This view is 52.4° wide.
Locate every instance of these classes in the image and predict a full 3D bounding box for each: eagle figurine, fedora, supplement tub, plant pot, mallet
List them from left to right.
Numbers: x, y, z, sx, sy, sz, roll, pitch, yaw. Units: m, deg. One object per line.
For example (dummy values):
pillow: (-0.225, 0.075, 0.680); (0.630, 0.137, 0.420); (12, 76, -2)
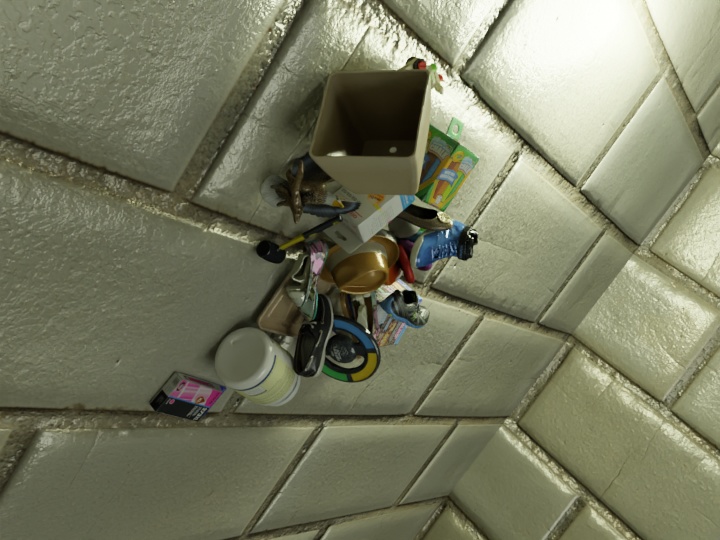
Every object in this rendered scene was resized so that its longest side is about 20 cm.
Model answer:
supplement tub: (-0.234, 0.231, 1.705); (0.145, 0.145, 0.200); (-45, 148, -6)
mallet: (-0.121, -0.067, 1.548); (0.200, 0.041, 0.066); (-22, 157, 13)
eagle figurine: (-0.086, -0.165, 1.486); (0.152, 0.151, 0.200); (-35, -179, 35)
fedora: (0.000, 0.000, 1.691); (0.200, 0.082, 0.201); (-11, 147, -7)
plant pot: (0.038, -0.250, 1.410); (0.177, 0.199, 0.200); (61, 36, -60)

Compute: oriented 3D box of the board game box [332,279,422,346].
board game box: (0.044, 0.116, 1.967); (0.200, 0.097, 0.160); (0, 124, -51)

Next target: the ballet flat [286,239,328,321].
ballet flat: (-0.125, 0.023, 1.636); (0.071, 0.069, 0.200); (-1, 118, -30)

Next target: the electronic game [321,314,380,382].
electronic game: (-0.046, 0.193, 1.788); (0.042, 0.200, 0.200); (-57, 165, -51)

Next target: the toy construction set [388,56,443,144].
toy construction set: (0.106, -0.367, 1.531); (0.200, 0.092, 0.131); (-45, 125, -20)

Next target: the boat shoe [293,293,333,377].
boat shoe: (-0.116, 0.151, 1.721); (0.060, 0.074, 0.200); (15, 85, -51)

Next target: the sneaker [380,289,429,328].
sneaker: (0.131, 0.095, 1.891); (0.083, 0.071, 0.200); (-50, 146, 12)

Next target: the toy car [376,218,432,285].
toy car: (0.111, -0.043, 1.829); (0.200, 0.150, 0.175); (-41, 147, -13)

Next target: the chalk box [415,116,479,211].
chalk box: (0.184, -0.261, 1.710); (0.125, 0.124, 0.200); (14, 113, -56)

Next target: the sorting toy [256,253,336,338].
sorting toy: (-0.146, 0.062, 1.742); (0.200, 0.036, 0.185); (-58, 148, 6)

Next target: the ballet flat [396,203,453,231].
ballet flat: (0.125, -0.140, 1.731); (0.067, 0.200, 0.046); (-71, 176, -59)

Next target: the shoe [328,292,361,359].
shoe: (-0.040, 0.140, 1.825); (0.053, 0.070, 0.200); (-13, 119, 5)

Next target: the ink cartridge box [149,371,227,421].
ink cartridge box: (-0.389, 0.298, 1.695); (0.095, 0.037, 0.200); (-50, 150, 2)

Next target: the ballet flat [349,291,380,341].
ballet flat: (0.006, 0.091, 1.821); (0.069, 0.200, 0.071); (-11, 178, 15)

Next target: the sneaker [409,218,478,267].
sneaker: (0.208, -0.056, 1.737); (0.200, 0.111, 0.077); (-36, 139, -44)

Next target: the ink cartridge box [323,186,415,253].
ink cartridge box: (0.008, -0.145, 1.627); (0.200, 0.115, 0.068); (-41, 147, -13)
